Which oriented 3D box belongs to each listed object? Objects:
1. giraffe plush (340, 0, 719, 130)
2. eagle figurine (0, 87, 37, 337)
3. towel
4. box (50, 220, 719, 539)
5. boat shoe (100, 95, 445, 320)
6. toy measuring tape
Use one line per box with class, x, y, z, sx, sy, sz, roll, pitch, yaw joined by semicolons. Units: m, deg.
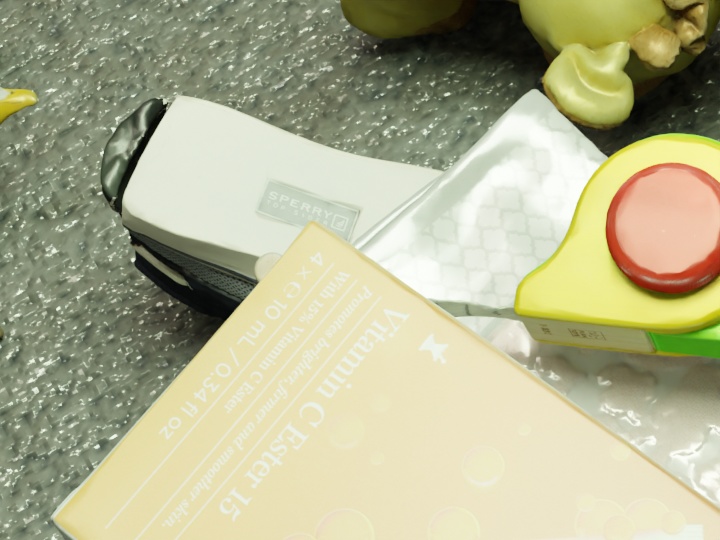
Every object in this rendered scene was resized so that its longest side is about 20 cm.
giraffe plush;0.081;-0.134;0.942;0.162;0.200;0.173;37;103;18
eagle figurine;-0.210;-0.060;1.014;0.150;0.152;0.200;-6;54;-32
towel;0.055;0.058;0.812;0.200;0.032;0.191;-41;68;-12
box;0.027;0.101;0.724;0.200;0.098;0.124;35;74;20
boat shoe;0.000;0.000;0.910;0.199;0.093;0.075;26;74;6
toy measuring tape;0.067;-0.012;0.791;0.199;0.074;0.074;6;52;15
